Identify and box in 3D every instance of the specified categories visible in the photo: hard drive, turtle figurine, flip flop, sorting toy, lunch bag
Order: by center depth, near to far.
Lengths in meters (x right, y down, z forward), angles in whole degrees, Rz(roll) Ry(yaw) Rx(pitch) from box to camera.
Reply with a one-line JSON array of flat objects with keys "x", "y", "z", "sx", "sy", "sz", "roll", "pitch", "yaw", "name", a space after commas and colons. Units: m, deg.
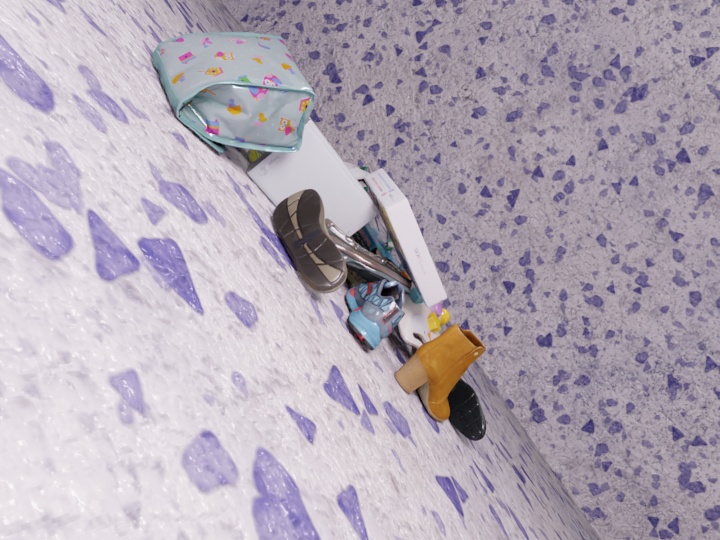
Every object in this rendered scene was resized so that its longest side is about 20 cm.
[{"x": -0.069, "y": -0.040, "z": 0.811, "sx": 0.058, "sy": 0.080, "sz": 0.202, "roll": 71, "pitch": -8, "yaw": -53, "name": "flip flop"}, {"x": -0.187, "y": -0.261, "z": 0.811, "sx": 0.196, "sy": 0.123, "sz": 0.172, "roll": -5, "pitch": 48, "yaw": -30, "name": "lunch bag"}, {"x": -0.074, "y": -0.131, "z": 0.929, "sx": 0.200, "sy": 0.131, "sz": 0.026, "roll": 49, "pitch": 10, "yaw": -32, "name": "hard drive"}, {"x": 0.109, "y": 0.114, "z": 1.069, "sx": 0.202, "sy": 0.105, "sz": 0.181, "roll": 61, "pitch": 19, "yaw": -28, "name": "sorting toy"}, {"x": 0.055, "y": -0.131, "z": 1.234, "sx": 0.200, "sy": 0.100, "sz": 0.151, "roll": 43, "pitch": 16, "yaw": -39, "name": "turtle figurine"}]

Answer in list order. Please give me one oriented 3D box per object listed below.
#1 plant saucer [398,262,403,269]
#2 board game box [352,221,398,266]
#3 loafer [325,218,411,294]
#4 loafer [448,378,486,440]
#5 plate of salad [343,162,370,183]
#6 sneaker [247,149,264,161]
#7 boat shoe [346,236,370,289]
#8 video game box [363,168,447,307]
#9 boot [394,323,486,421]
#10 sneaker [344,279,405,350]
[{"x": 0.100, "y": 0.061, "z": 1.272, "sx": 0.201, "sy": 0.038, "sz": 0.206, "roll": -2, "pitch": 90, "yaw": -82, "name": "plant saucer"}, {"x": 0.007, "y": -0.076, "z": 1.222, "sx": 0.202, "sy": 0.046, "sz": 0.151, "roll": 58, "pitch": 9, "yaw": 1, "name": "board game box"}, {"x": 0.011, "y": -0.022, "z": 0.953, "sx": 0.197, "sy": 0.064, "sz": 0.072, "roll": 25, "pitch": -13, "yaw": -21, "name": "loafer"}, {"x": 0.200, "y": 0.261, "z": 1.128, "sx": 0.073, "sy": 0.072, "sz": 0.201, "roll": 53, "pitch": 8, "yaw": -38, "name": "loafer"}, {"x": -0.078, "y": -0.189, "z": 1.131, "sx": 0.200, "sy": 0.195, "sz": 0.049, "roll": -101, "pitch": -166, "yaw": -72, "name": "plate of salad"}, {"x": -0.153, "y": -0.200, "z": 0.988, "sx": 0.203, "sy": 0.075, "sz": 0.076, "roll": 63, "pitch": 2, "yaw": -16, "name": "sneaker"}, {"x": 0.000, "y": 0.000, "z": 1.065, "sx": 0.202, "sy": 0.062, "sz": 0.073, "roll": 59, "pitch": 10, "yaw": 31, "name": "boat shoe"}, {"x": 0.077, "y": -0.062, "z": 0.994, "sx": 0.183, "sy": 0.046, "sz": 0.202, "roll": -108, "pitch": 173, "yaw": -62, "name": "video game box"}, {"x": 0.155, "y": 0.174, "z": 0.949, "sx": 0.201, "sy": 0.143, "sz": 0.071, "roll": 45, "pitch": 11, "yaw": -47, "name": "boot"}, {"x": 0.034, "y": 0.057, "z": 0.901, "sx": 0.080, "sy": 0.095, "sz": 0.200, "roll": 50, "pitch": 7, "yaw": -15, "name": "sneaker"}]
